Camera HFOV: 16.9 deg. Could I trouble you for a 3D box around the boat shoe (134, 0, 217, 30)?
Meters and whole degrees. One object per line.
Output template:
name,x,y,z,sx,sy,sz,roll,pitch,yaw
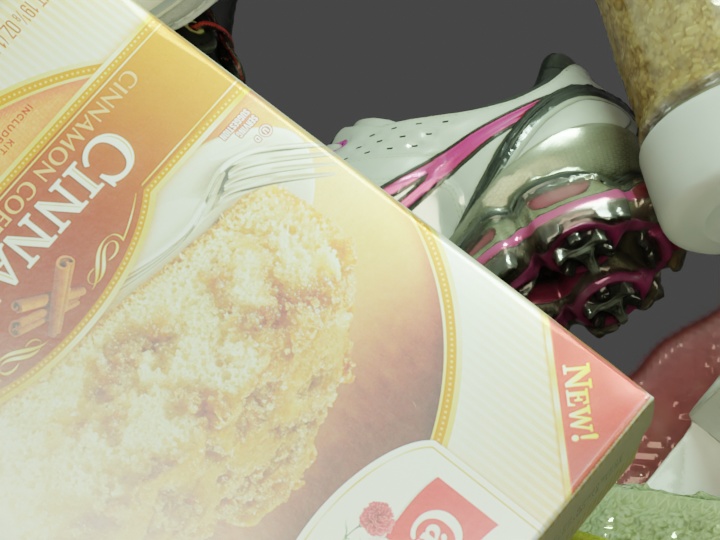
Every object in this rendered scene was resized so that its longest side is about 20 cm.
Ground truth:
boat shoe,-0.012,-0.122,0.749,0.072,0.200,0.069,-19,115,39

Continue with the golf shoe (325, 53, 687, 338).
golf shoe,0.000,0.000,0.776,0.200,0.073,0.092,-22,53,2

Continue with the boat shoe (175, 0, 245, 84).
boat shoe,-0.062,-0.052,0.753,0.063,0.074,0.201,-9,54,32

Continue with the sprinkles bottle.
sprinkles bottle,0.099,-0.106,0.747,0.068,0.068,0.200,-15,65,1

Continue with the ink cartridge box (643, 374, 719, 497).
ink cartridge box,0.184,0.032,0.734,0.116,0.067,0.200,39,73,7

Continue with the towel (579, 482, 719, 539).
towel,0.100,0.128,0.665,0.200,0.036,0.148,2,63,27

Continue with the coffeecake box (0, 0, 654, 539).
coffeecake box,-0.050,0.039,0.632,0.200,0.073,0.154,37,78,12

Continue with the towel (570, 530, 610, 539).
towel,-0.031,0.089,0.691,0.200,0.018,0.086,13,54,22
